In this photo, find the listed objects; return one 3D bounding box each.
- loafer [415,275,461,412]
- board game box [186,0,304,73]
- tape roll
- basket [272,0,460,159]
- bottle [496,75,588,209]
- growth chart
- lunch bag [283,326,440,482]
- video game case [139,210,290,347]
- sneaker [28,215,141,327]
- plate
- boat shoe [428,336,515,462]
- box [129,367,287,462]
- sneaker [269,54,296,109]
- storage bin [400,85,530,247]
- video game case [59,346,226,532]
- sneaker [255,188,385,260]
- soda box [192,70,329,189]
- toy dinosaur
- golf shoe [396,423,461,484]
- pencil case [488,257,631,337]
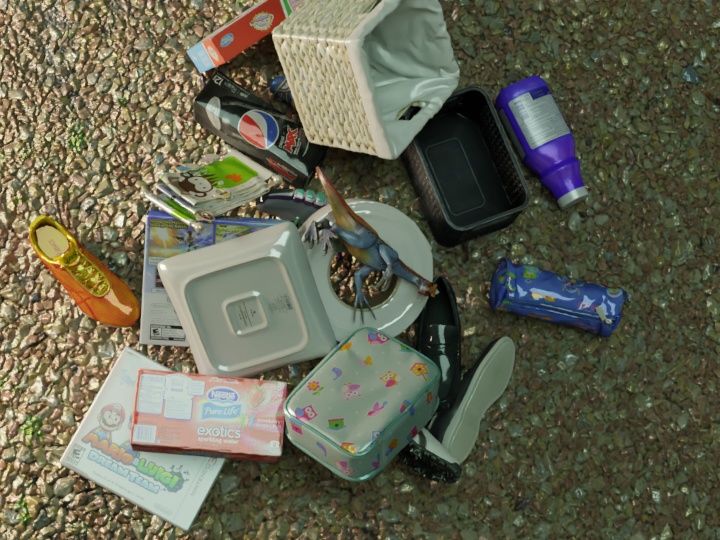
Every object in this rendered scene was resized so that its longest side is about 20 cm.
[{"bbox_3d":[0.107,0.100,1.637,0.067,0.071,0.202,0,56,5],"label":"loafer"},{"bbox_3d":[-0.148,-0.364,1.704,0.199,0.153,0.040,-37,105,-14],"label":"board game box"},{"bbox_3d":[0.000,0.000,1.641,0.201,0.071,0.204,-1,96,-11],"label":"tape roll"},{"bbox_3d":[0.011,-0.292,1.623,0.160,0.201,0.198,12,48,35],"label":"basket"},{"bbox_3d":[0.279,-0.192,1.766,0.083,0.065,0.201,-24,80,-12],"label":"bottle"},{"bbox_3d":[-0.209,-0.119,1.633,0.144,0.018,0.200,26,39,27],"label":"growth chart"},{"bbox_3d":[0.002,0.171,1.543,0.160,0.078,0.200,26,50,29],"label":"lunch bag"},{"bbox_3d":[-0.200,0.015,1.618,0.198,0.045,0.183,4,104,-8],"label":"video game case"},{"bbox_3d":[-0.386,0.007,1.614,0.200,0.077,0.073,40,78,4],"label":"sneaker"},{"bbox_3d":[-0.151,0.054,1.579,0.198,0.032,0.201,-17,109,5],"label":"plate"},{"bbox_3d":[0.154,0.178,1.657,0.074,0.060,0.201,42,69,-41],"label":"boat shoe"},{"bbox_3d":[-0.202,0.194,1.561,0.198,0.095,0.104,5,75,-8],"label":"box"},{"bbox_3d":[-0.078,-0.338,1.749,0.085,0.077,0.201,21,73,2],"label":"sneaker"},{"bbox_3d":[0.148,-0.152,1.724,0.134,0.094,0.201,-20,80,-13],"label":"storage bin"},{"bbox_3d":[-0.279,0.229,1.601,0.199,0.024,0.183,28,74,0],"label":"video game case"},{"bbox_3d":[-0.055,-0.064,1.684,0.198,0.074,0.088,7,80,-7],"label":"sneaker"},{"bbox_3d":[-0.146,-0.202,1.704,0.199,0.071,0.064,33,70,1],"label":"soda box"},{"bbox_3d":[0.025,-0.029,1.566,0.180,0.105,0.202,10,84,-31],"label":"toy dinosaur"},{"bbox_3d":[0.069,0.211,1.599,0.199,0.078,0.094,31,61,28],"label":"golf shoe"},{"bbox_3d":[0.287,0.042,1.699,0.198,0.087,0.079,14,107,-4],"label":"pencil case"}]
